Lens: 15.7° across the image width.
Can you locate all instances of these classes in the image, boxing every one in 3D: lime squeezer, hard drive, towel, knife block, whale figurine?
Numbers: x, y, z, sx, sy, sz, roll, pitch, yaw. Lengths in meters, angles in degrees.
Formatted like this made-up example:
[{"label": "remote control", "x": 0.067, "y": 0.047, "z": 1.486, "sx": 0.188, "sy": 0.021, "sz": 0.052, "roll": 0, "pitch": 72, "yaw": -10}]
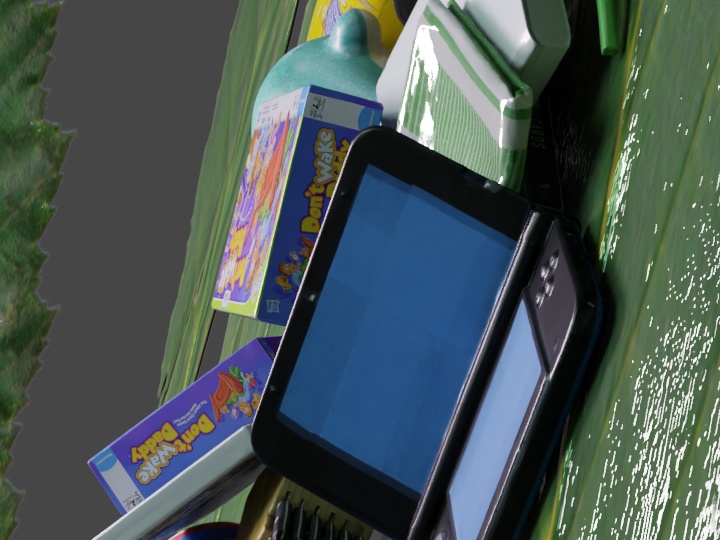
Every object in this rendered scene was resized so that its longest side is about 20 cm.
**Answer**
[{"label": "lime squeezer", "x": 0.119, "y": -0.178, "z": 1.396, "sx": 0.200, "sy": 0.037, "sz": 0.071, "roll": -100, "pitch": 28, "yaw": -68}, {"label": "hard drive", "x": 0.058, "y": -0.113, "z": 1.439, "sx": 0.200, "sy": 0.026, "sz": 0.133, "roll": 119, "pitch": 149, "yaw": -51}, {"label": "towel", "x": 0.041, "y": -0.027, "z": 1.388, "sx": 0.153, "sy": 0.023, "sz": 0.201, "roll": -124, "pitch": 44, "yaw": -58}, {"label": "knife block", "x": -0.047, "y": 0.188, "z": 1.562, "sx": 0.176, "sy": 0.064, "sz": 0.200, "roll": -66, "pitch": 6, "yaw": -24}, {"label": "whale figurine", "x": -0.008, "y": -0.093, "z": 1.740, "sx": 0.200, "sy": 0.103, "sz": 0.160, "roll": -171, "pitch": 74, "yaw": -69}]

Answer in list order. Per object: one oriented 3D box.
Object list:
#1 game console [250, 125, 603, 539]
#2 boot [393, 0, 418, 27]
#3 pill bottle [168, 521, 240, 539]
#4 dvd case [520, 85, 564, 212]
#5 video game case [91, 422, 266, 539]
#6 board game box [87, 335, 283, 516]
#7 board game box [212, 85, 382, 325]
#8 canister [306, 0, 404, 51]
[{"label": "game console", "x": 0.026, "y": 0.057, "z": 1.288, "sx": 0.171, "sy": 0.117, "sz": 0.201, "roll": -96, "pitch": 24, "yaw": -68}, {"label": "boot", "x": 0.092, "y": -0.235, "z": 1.509, "sx": 0.154, "sy": 0.073, "sz": 0.204, "roll": -60, "pitch": -4, "yaw": -39}, {"label": "pill bottle", "x": -0.084, "y": 0.240, "z": 1.633, "sx": 0.200, "sy": 0.111, "sz": 0.113, "roll": -114, "pitch": 42, "yaw": -74}, {"label": "dvd case", "x": 0.071, "y": -0.026, "z": 1.454, "sx": 0.200, "sy": 0.025, "sz": 0.151, "roll": -91, "pitch": 20, "yaw": -58}, {"label": "video game case", "x": -0.085, "y": 0.127, "z": 1.636, "sx": 0.143, "sy": 0.018, "sz": 0.200, "roll": -37, "pitch": -6, "yaw": 18}, {"label": "board game box", "x": -0.087, "y": 0.098, "z": 1.697, "sx": 0.134, "sy": 0.045, "sz": 0.200, "roll": -36, "pitch": -6, "yaw": 8}, {"label": "board game box", "x": -0.040, "y": -0.035, "z": 1.567, "sx": 0.200, "sy": 0.044, "sz": 0.136, "roll": -178, "pitch": 102, "yaw": -80}, {"label": "canister", "x": 0.022, "y": -0.206, "z": 1.858, "sx": 0.200, "sy": 0.086, "sz": 0.149, "roll": 117, "pitch": 166, "yaw": -54}]
